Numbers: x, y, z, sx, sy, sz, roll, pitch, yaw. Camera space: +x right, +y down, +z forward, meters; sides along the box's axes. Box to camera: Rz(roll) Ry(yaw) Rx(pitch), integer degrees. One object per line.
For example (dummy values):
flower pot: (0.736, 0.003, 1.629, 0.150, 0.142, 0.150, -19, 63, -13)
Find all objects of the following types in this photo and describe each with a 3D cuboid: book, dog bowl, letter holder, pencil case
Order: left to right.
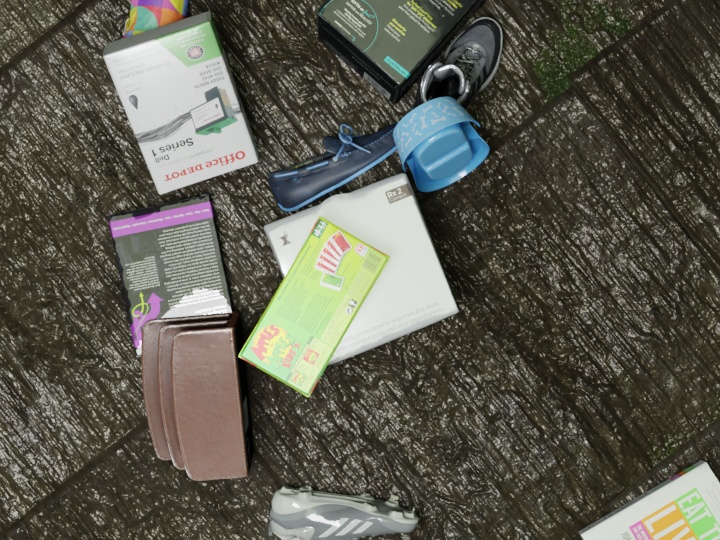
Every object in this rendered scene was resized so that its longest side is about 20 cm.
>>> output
pencil case: (-0.276, -0.388, 1.401, 0.088, 0.088, 0.200, 8, 87, -1)
letter holder: (-0.222, 0.166, 1.354, 0.142, 0.101, 0.200, -4, 100, -1)
dog bowl: (0.103, -0.167, 1.351, 0.111, 0.200, 0.050, -31, 74, 7)
book: (0.421, 0.369, 1.415, 0.200, 0.048, 0.134, -31, 85, -1)

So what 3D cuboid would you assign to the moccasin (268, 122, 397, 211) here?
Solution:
moccasin: (-0.033, -0.153, 1.397, 0.200, 0.080, 0.068, -31, 101, -3)

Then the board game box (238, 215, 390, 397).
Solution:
board game box: (-0.057, 0.045, 1.279, 0.102, 0.048, 0.200, 30, 89, 1)

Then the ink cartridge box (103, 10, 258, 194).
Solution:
ink cartridge box: (-0.232, -0.219, 1.354, 0.146, 0.084, 0.200, -19, 116, -1)

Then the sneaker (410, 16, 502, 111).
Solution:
sneaker: (0.136, -0.268, 1.385, 0.075, 0.114, 0.200, 32, 82, 4)

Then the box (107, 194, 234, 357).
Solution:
box: (-0.256, 0.008, 1.411, 0.143, 0.036, 0.200, -11, 87, -2)

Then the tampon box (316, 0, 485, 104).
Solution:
tampon box: (0.060, -0.356, 1.386, 0.150, 0.126, 0.200, 41, 87, 0)

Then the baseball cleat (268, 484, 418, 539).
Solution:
baseball cleat: (-0.025, 0.351, 1.396, 0.200, 0.070, 0.107, 10, 94, 8)

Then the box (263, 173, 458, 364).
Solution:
box: (0.000, 0.000, 1.370, 0.199, 0.131, 0.200, -21, 89, -2)
